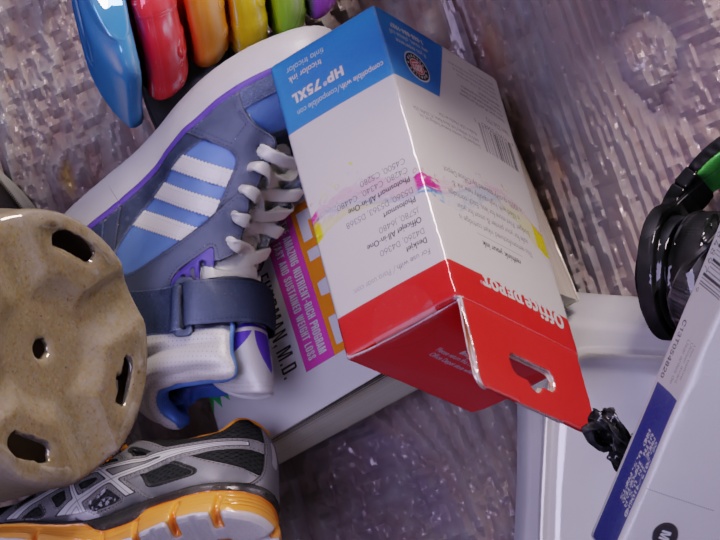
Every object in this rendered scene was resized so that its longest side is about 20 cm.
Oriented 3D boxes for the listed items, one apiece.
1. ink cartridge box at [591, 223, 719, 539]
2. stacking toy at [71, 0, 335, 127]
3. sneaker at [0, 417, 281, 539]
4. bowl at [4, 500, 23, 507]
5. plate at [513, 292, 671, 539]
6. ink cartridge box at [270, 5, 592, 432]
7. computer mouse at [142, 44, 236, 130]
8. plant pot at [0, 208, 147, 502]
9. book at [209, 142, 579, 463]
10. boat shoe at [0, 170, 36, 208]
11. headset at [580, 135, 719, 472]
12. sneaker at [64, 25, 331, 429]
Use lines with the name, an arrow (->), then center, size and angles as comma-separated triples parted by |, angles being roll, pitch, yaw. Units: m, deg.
ink cartridge box -> 0.231, 0.066, 1.271 | 0.199, 0.041, 0.201 | 17, 102, -18
stacking toy -> -0.048, -0.155, 1.420 | 0.199, 0.110, 0.117 | -13, 77, -7
sneaker -> -0.123, 0.128, 1.423 | 0.199, 0.078, 0.078 | -11, 45, 23
bowl -> -0.146, 0.225, 1.489 | 0.200, 0.090, 0.203 | -4, 77, 19
plate -> 0.161, 0.114, 1.378 | 0.198, 0.032, 0.202 | 3, 92, 27
ink cartridge box -> 0.035, -0.010, 1.318 | 0.067, 0.116, 0.201 | -28, 61, 25
computer mouse -> -0.119, -0.146, 1.498 | 0.139, 0.046, 0.202 | -3, 90, 25
plant pot -> -0.212, 0.046, 1.387 | 0.183, 0.200, 0.202 | -6, 89, 42
book -> 0.000, 0.000, 1.441 | 0.199, 0.048, 0.134 | -31, 64, 24
boat shoe -> -0.250, -0.058, 1.558 | 0.201, 0.060, 0.072 | 44, 110, 18
headset -> 0.174, 0.010, 1.314 | 0.123, 0.094, 0.201 | 29, 83, 37
sneaker -> -0.057, -0.010, 1.416 | 0.200, 0.080, 0.147 | -39, 66, 17
